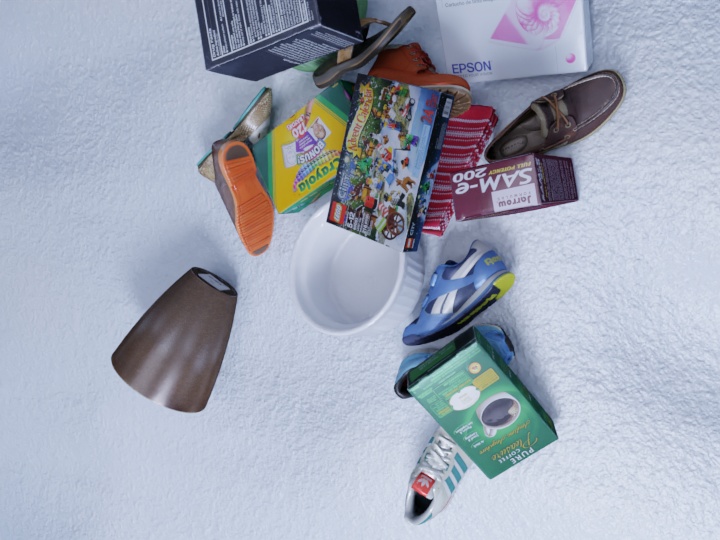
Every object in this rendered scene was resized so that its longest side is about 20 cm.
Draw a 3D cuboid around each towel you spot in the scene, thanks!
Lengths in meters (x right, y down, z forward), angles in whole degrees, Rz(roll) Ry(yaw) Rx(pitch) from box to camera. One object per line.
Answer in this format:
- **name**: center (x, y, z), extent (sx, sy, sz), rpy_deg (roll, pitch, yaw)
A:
- **towel**: center (0.092, -0.149, 0.997), extent (0.142, 0.023, 0.203), rpy_deg (16, 70, 34)

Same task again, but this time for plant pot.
- **plant pot**: center (-0.299, 0.104, 1.246), extent (0.185, 0.186, 0.203), rpy_deg (34, 97, 21)

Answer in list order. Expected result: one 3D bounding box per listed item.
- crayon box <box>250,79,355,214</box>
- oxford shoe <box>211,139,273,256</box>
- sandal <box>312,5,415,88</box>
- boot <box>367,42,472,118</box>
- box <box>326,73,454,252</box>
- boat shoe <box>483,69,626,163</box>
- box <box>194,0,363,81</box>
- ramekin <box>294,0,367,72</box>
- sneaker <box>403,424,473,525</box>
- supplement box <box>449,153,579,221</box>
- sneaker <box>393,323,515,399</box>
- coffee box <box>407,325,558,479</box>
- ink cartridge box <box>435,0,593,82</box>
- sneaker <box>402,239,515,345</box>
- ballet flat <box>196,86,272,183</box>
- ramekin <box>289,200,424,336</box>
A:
- **crayon box**: center (-0.068, -0.188, 1.128), extent (0.198, 0.058, 0.121), rpy_deg (-30, 81, 29)
- **oxford shoe**: center (-0.196, -0.121, 1.193), extent (0.072, 0.070, 0.204), rpy_deg (24, 132, 48)
- **sandal**: center (-0.006, -0.325, 1.031), extent (0.198, 0.082, 0.055), rpy_deg (-14, 122, 47)
- **boot**: center (0.080, -0.270, 1.001), extent (0.197, 0.074, 0.110), rpy_deg (14, 80, 44)
- **box**: center (0.035, -0.142, 0.947), extent (0.135, 0.037, 0.205), rpy_deg (21, 105, 34)
- **boat shoe**: center (0.247, -0.193, 0.939), extent (0.197, 0.072, 0.074), rpy_deg (-26, 84, 30)
- **box**: center (-0.118, -0.389, 0.980), extent (0.194, 0.122, 0.206), rpy_deg (-9, 90, 30)
- **ramekin**: center (-0.095, -0.410, 1.092), extent (0.196, 0.097, 0.206), rpy_deg (4, 99, 29)
- **sneaker**: center (0.118, 0.290, 1.063), extent (0.069, 0.093, 0.204), rpy_deg (29, 110, 23)
- **supplement box**: center (0.197, -0.104, 0.905), extent (0.107, 0.199, 0.063), rpy_deg (-10, 92, 29)
- **sneaker**: center (0.131, 0.144, 1.033), extent (0.198, 0.090, 0.080), rpy_deg (-28, 96, 31)
- **coffee box**: center (0.167, 0.185, 0.989), extent (0.122, 0.044, 0.200), rpy_deg (-37, 109, 18)
- **ink cartridge box**: center (0.190, -0.349, 0.927), extent (0.192, 0.043, 0.204), rpy_deg (2, 123, 30)
- **sneaker**: center (0.130, 0.037, 1.039), extent (0.199, 0.073, 0.083), rpy_deg (-41, 67, 27)
- **ballet flat**: center (-0.194, -0.217, 1.204), extent (0.065, 0.071, 0.199), rpy_deg (43, 121, -11)
- **ramekin**: center (0.000, 0.000, 1.064), extent (0.196, 0.097, 0.206), rpy_deg (-9, 74, 31)
